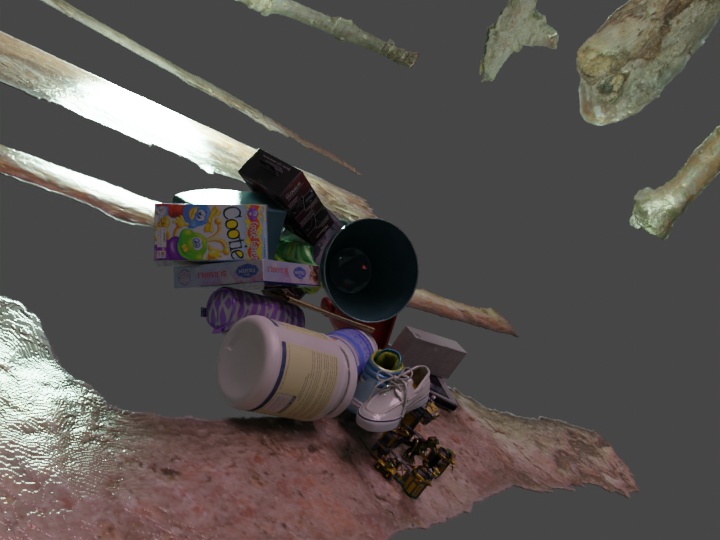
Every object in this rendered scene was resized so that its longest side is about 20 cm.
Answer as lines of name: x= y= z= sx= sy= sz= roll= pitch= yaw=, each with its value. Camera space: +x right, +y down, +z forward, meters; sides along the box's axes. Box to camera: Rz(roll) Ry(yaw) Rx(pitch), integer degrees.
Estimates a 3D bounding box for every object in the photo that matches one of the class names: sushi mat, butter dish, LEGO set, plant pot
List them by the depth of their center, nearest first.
LEGO set: x=0.112 y=0.300 z=1.347 sx=0.154 sy=0.116 sz=0.199 roll=43 pitch=18 yaw=24
sushi mat: x=-0.074 y=0.078 z=1.449 sx=0.198 sy=0.012 sz=0.095 roll=22 pitch=-1 yaw=-29
plant pot: x=0.000 y=0.000 z=1.517 sx=0.199 sy=0.202 sz=0.134 roll=31 pitch=-11 yaw=-18
plant pot: x=-0.283 y=-0.087 z=1.532 sx=0.198 sy=0.143 sz=0.141 roll=6 pitch=16 yaw=-45
butter dish: x=-0.019 y=0.076 z=1.658 sx=0.146 sy=0.202 sz=0.200 roll=-2 pitch=35 yaw=-27

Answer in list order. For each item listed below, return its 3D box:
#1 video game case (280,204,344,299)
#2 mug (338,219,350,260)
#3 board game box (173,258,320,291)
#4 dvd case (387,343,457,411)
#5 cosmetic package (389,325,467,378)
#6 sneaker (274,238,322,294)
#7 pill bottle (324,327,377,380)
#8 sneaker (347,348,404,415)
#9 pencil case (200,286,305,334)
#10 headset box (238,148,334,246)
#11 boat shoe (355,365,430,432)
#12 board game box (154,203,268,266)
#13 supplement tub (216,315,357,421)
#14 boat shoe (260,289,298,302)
video game case: x=-0.123 y=-0.047 z=1.696 sx=0.143 sy=0.200 sz=0.019 roll=42 pitch=-3 yaw=19
mug: x=-0.091 y=-0.046 z=1.778 sx=0.114 sy=0.185 sz=0.152 roll=45 pitch=2 yaw=20
board game box: x=-0.207 y=0.012 z=1.401 sx=0.197 sy=0.042 sz=0.199 roll=-4 pitch=-6 yaw=27
dvd case: x=0.120 y=0.236 z=1.722 sx=0.199 sy=0.025 sz=0.151 roll=29 pitch=17 yaw=-27
cosmetic package: x=0.154 y=0.189 z=1.734 sx=0.199 sy=0.083 sz=0.051 roll=21 pitch=18 yaw=-46
sneaker: x=-0.148 y=-0.032 z=1.657 sx=0.200 sy=0.083 sz=0.074 roll=43 pitch=-20 yaw=17
pill bottle: x=-0.035 y=0.169 z=1.423 sx=0.112 sy=0.113 sz=0.200 roll=40 pitch=16 yaw=13
sneaker: x=0.048 y=0.210 z=1.404 sx=0.079 sy=0.132 sz=0.200 roll=28 pitch=1 yaw=16
pencil case: x=-0.190 y=0.087 z=1.387 sx=0.199 sy=0.083 sz=0.087 roll=16 pitch=60 yaw=-47
headset box: x=-0.162 y=-0.162 z=1.616 sx=0.148 sy=0.077 sz=0.201 roll=31 pitch=-18 yaw=37
boat shoe: x=0.064 y=0.202 z=1.276 sx=0.074 sy=0.087 sz=0.201 roll=21 pitch=21 yaw=32
board game box: x=-0.272 y=-0.063 z=1.377 sx=0.197 sy=0.105 sz=0.105 roll=0 pitch=-5 yaw=-13
supplement tub: x=-0.115 y=0.162 z=1.210 sx=0.199 sy=0.146 sz=0.145 roll=21 pitch=21 yaw=-43
boat shoe: x=-0.179 y=0.026 z=1.602 sx=0.070 sy=0.071 sz=0.200 roll=18 pitch=22 yaw=-38
